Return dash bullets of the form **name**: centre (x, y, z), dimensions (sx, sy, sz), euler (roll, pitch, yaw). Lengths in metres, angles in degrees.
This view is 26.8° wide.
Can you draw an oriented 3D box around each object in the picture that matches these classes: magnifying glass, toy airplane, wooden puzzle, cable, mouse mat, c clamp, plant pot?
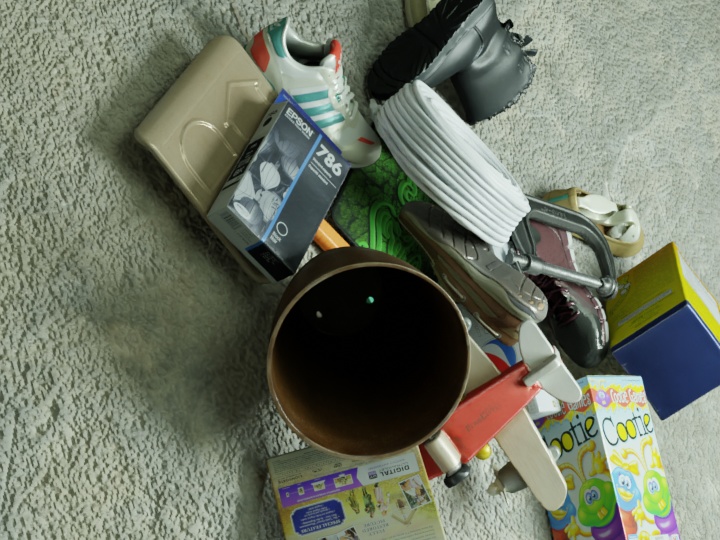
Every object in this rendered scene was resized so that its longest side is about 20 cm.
- **magnifying glass**: centre (0.000, 0.000, 1.603), dimensions (0.200, 0.022, 0.080), euler (44, 46, -20)
- **toy airplane**: centre (0.129, 0.139, 1.575), dimensions (0.197, 0.141, 0.203), euler (9, 82, -11)
- **wooden puzzle**: centre (-0.124, -0.109, 1.511), dimensions (0.200, 0.046, 0.186), euler (49, 44, -18)
- **cable**: centre (0.102, -0.116, 1.641), dimensions (0.200, 0.069, 0.200), euler (42, 13, -18)
- **mouse mat**: centre (0.046, -0.064, 1.675), dimensions (0.161, 0.007, 0.201), euler (46, 40, -19)
- **c clamp**: centre (0.230, -0.013, 1.736), dimensions (0.199, 0.027, 0.172), euler (9, 49, -40)
- **plant pot**: centre (-0.007, 0.053, 1.441), dimensions (0.187, 0.187, 0.200), euler (45, 6, -19)

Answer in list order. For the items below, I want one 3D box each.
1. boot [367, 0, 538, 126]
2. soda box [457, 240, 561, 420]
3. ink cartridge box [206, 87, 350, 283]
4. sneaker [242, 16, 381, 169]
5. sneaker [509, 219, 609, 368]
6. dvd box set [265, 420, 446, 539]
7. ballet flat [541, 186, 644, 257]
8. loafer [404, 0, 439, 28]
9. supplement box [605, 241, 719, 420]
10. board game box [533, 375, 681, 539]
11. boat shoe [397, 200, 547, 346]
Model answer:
- **boot**: centre (0.113, -0.231, 1.773), dimensions (0.198, 0.073, 0.163), euler (-46, 139, -7)
- **soda box**: centre (0.157, 0.069, 1.682), dimensions (0.068, 0.063, 0.202), euler (7, 64, -62)
- **ink cartridge box**: centre (-0.071, -0.092, 1.495), dimensions (0.099, 0.039, 0.201), euler (44, 46, -22)
- **sneaker**: centre (-0.037, -0.188, 1.593), dimensions (0.199, 0.093, 0.071), euler (37, 33, -24)
- **sneaker**: centre (0.210, 0.023, 1.766), dimensions (0.115, 0.076, 0.202), euler (2, 59, -44)
- **dvd box set**: centre (0.005, 0.245, 1.380), dimensions (0.145, 0.030, 0.201), euler (-15, 57, -5)
- **ballet flat**: centre (0.310, -0.061, 1.908), dimensions (0.199, 0.063, 0.069), euler (12, 63, -41)
- **loafer**: centre (0.098, -0.347, 1.833), dimensions (0.075, 0.068, 0.202), euler (14, 61, -39)
- **supplement box**: centre (0.368, 0.069, 1.815), dimensions (0.109, 0.109, 0.200), euler (51, 19, -14)
- **board game box**: centre (0.271, 0.229, 1.698), dimensions (0.102, 0.104, 0.202), euler (5, 67, -43)
- **boat shoe**: centre (0.109, 0.004, 1.628), dimensions (0.200, 0.072, 0.075), euler (44, 30, 21)
